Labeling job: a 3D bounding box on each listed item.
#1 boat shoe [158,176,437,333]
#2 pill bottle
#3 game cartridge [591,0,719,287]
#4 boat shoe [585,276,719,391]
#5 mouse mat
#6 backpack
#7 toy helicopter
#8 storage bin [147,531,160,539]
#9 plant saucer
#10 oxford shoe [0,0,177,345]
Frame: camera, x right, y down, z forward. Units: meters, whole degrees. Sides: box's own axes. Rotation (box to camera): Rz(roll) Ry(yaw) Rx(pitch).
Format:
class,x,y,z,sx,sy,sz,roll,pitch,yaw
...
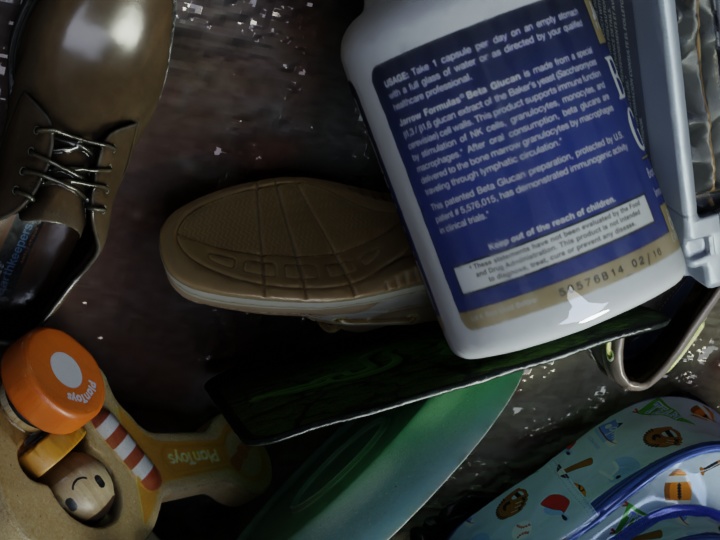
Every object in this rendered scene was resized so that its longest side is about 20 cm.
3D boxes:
class,x,y,z,sx,sy,sz,roll,pitch,yaw
boat shoe,0.000,0.000,0.792,0.200,0.074,0.069,-2,147,-16
pill bottle,0.057,-0.072,0.713,0.111,0.111,0.200,-21,93,-7
game cartridge,0.119,-0.104,0.737,0.041,0.133,0.200,-19,121,-11
boat shoe,0.176,-0.030,0.842,0.072,0.060,0.200,21,110,-27
mouse mat,0.029,0.039,0.776,0.200,0.161,0.008,-15,99,-11
backpack,0.161,0.171,0.904,0.191,0.154,0.200,-45,120,-4
toy helicopter,-0.101,0.102,0.767,0.079,0.132,0.200,-37,160,25
storage bin,-0.184,0.235,0.808,0.198,0.094,0.200,-13,124,-36
plant saucer,-0.003,0.100,0.789,0.200,0.200,0.027,-43,94,7
oxford shoe,-0.123,-0.054,0.712,0.073,0.084,0.200,13,111,-23
